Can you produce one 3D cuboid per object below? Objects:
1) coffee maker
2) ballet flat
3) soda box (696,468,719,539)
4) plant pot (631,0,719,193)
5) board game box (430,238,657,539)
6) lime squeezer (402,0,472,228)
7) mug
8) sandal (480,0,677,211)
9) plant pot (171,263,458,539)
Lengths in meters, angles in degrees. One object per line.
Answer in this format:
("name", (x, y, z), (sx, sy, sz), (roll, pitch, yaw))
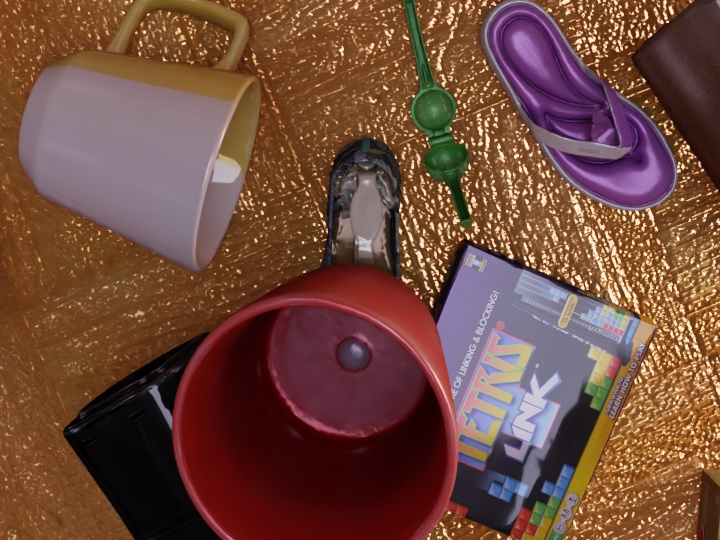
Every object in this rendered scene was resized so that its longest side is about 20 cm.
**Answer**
("coffee maker", (-0.118, 0.165, 1.130), (0.134, 0.192, 0.201), (-32, 97, 3))
("ballet flat", (0.000, 0.000, 1.176), (0.073, 0.074, 0.203), (-3, 98, -1))
("soda box", (0.375, 0.203, 1.216), (0.197, 0.064, 0.069), (3, 97, -3))
("plant pot", (0.317, -0.131, 1.115), (0.200, 0.200, 0.199), (-39, 89, 3))
("board game box", (0.118, 0.099, 1.198), (0.164, 0.057, 0.202), (22, 96, -6))
("lime squeezer", (0.056, -0.113, 1.167), (0.037, 0.071, 0.202), (-19, 68, 17))
("mug", (-0.163, -0.104, 1.141), (0.151, 0.187, 0.151), (17, 129, 5))
("sandal", (0.166, -0.122, 1.173), (0.203, 0.050, 0.082), (44, 94, -7))
("plant pot", (-0.018, 0.087, 1.075), (0.197, 0.177, 0.203), (3, 107, 8))
